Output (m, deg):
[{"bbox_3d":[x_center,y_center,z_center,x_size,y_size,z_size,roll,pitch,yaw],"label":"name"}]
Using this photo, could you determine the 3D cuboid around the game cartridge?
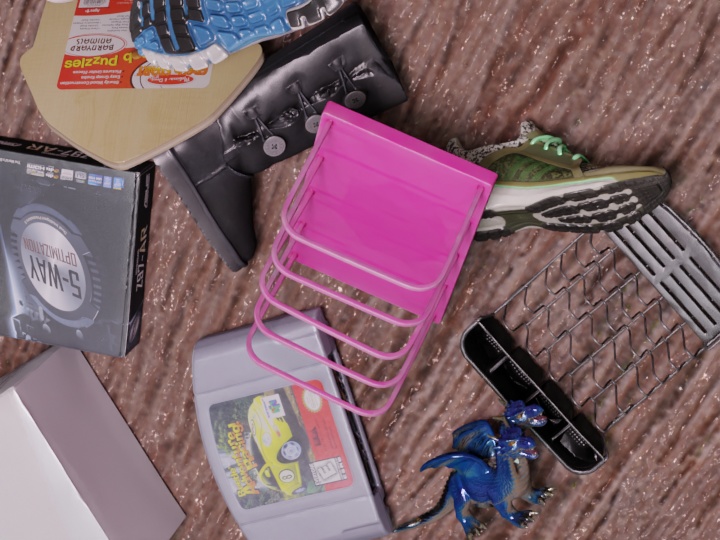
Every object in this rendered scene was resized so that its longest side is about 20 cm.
[{"bbox_3d":[-0.063,0.141,1.816,0.132,0.041,0.202,-15,100,22],"label":"game cartridge"}]

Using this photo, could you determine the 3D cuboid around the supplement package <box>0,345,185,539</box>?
[{"bbox_3d":[-0.291,0.198,1.826,0.199,0.147,0.192,-29,97,18],"label":"supplement package"}]

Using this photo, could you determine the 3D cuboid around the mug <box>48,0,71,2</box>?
[{"bbox_3d":[-0.258,-0.300,1.666,0.147,0.175,0.201,-20,100,17],"label":"mug"}]

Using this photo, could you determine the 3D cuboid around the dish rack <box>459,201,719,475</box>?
[{"bbox_3d":[0.196,0.044,1.723,0.200,0.055,0.153,-42,94,19],"label":"dish rack"}]

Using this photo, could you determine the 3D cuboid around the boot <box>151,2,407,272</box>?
[{"bbox_3d":[-0.053,-0.102,1.730,0.199,0.066,0.165,-33,140,-1],"label":"boot"}]

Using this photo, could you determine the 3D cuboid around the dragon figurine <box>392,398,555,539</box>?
[{"bbox_3d":[0.090,0.159,1.760,0.199,0.059,0.100,-15,113,48],"label":"dragon figurine"}]

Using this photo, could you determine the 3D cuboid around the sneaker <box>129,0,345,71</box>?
[{"bbox_3d":[-0.081,-0.200,1.660,0.198,0.087,0.076,-10,95,25],"label":"sneaker"}]

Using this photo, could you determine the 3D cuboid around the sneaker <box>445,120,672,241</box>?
[{"bbox_3d":[0.141,-0.080,1.686,0.198,0.077,0.089,-3,67,19],"label":"sneaker"}]

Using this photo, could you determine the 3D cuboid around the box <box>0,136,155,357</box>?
[{"bbox_3d":[-0.276,-0.025,1.816,0.198,0.044,0.162,11,107,10],"label":"box"}]

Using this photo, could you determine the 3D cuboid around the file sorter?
[{"bbox_3d":[0.000,0.000,1.665,0.138,0.126,0.200,24,147,4],"label":"file sorter"}]

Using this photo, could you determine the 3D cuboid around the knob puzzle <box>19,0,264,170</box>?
[{"bbox_3d":[-0.169,-0.157,1.702,0.218,0.221,0.031,1,147,12],"label":"knob puzzle"}]
